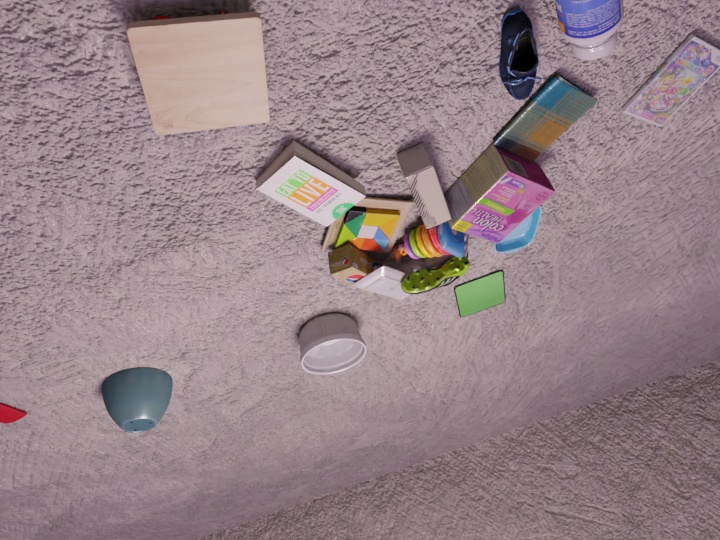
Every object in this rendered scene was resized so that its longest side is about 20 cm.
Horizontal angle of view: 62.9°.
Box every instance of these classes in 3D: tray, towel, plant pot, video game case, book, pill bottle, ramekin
[{"bbox_3d":[0.082,0.040,1.530,0.107,0.022,0.200,-33,149,29],"label":"tray"},{"bbox_3d":[0.407,-0.334,1.311,0.146,0.022,0.200,14,136,-35],"label":"towel"},{"bbox_3d":[-0.651,0.394,1.729,0.199,0.135,0.200,-12,144,-9],"label":"plant pot"},{"bbox_3d":[0.707,-0.421,1.324,0.143,0.018,0.200,7,137,-30],"label":"video game case"},{"bbox_3d":[-0.106,-0.178,1.266,0.200,0.048,0.133,25,133,-37],"label":"book"},{"bbox_3d":[0.403,-0.475,1.041,0.112,0.112,0.200,-26,144,11],"label":"pill bottle"},{"bbox_3d":[-0.089,0.215,1.757,0.199,0.105,0.200,-11,144,-8],"label":"ramekin"}]

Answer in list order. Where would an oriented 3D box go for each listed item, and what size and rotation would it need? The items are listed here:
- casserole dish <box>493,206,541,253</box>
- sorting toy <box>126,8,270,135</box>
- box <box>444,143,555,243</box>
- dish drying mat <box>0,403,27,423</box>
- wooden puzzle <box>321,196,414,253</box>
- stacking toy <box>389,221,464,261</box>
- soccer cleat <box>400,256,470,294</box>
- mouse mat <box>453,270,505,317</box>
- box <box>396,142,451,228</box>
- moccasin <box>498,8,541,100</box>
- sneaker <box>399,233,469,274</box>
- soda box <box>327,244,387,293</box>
[{"bbox_3d":[0.414,-0.121,1.581,0.121,0.039,0.200,-14,145,-5],"label":"casserole dish"},{"bbox_3d":[-0.261,-0.336,0.978,0.199,0.070,0.199,-9,143,-11],"label":"sorting toy"},{"bbox_3d":[0.325,-0.178,1.416,0.175,0.097,0.200,14,135,-36],"label":"box"},{"bbox_3d":[-1.045,0.389,1.653,0.077,0.018,0.200,-25,144,9],"label":"dish drying mat"},{"bbox_3d":[0.018,-0.104,1.435,0.199,0.037,0.185,-1,141,-22],"label":"wooden puzzle"},{"bbox_3d":[0.153,-0.070,1.496,0.200,0.116,0.110,-20,154,34],"label":"stacking toy"},{"bbox_3d":[0.195,0.023,1.524,0.199,0.068,0.081,-22,150,-15],"label":"soccer cleat"},{"bbox_3d":[0.379,0.077,1.857,0.160,0.008,0.200,-20,143,3],"label":"mouse mat"},{"bbox_3d":[0.147,-0.188,1.342,0.068,0.082,0.200,-22,143,8],"label":"box"},{"bbox_3d":[0.304,-0.399,1.137,0.080,0.068,0.200,-24,144,9],"label":"moccasin"},{"bbox_3d":[0.199,-0.050,1.556,0.199,0.075,0.115,-15,144,-13],"label":"sneaker"},{"bbox_3d":[0.000,0.000,1.512,0.068,0.064,0.200,-19,154,26],"label":"soda box"}]
